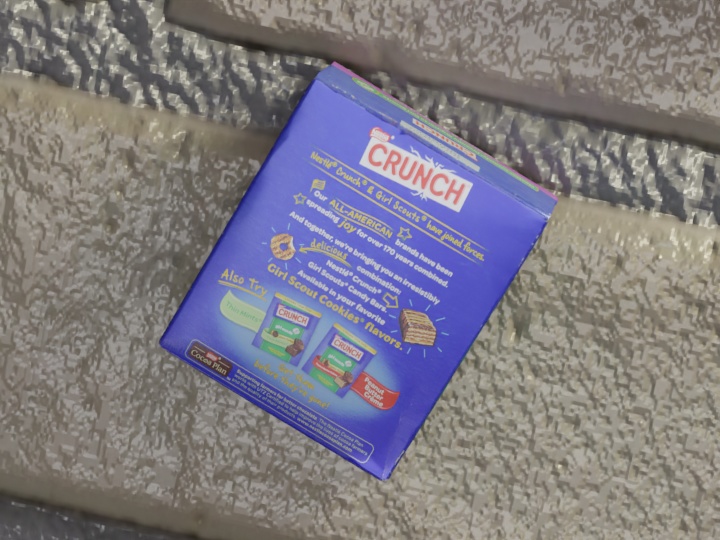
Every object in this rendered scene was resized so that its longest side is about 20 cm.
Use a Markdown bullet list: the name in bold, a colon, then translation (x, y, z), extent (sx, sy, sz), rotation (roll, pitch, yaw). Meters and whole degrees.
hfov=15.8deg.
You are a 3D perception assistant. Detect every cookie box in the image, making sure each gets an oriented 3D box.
- **cookie box**: translation (0.000, 0.000, 1.608), extent (0.171, 0.075, 0.200), rotation (31, 105, -1)
